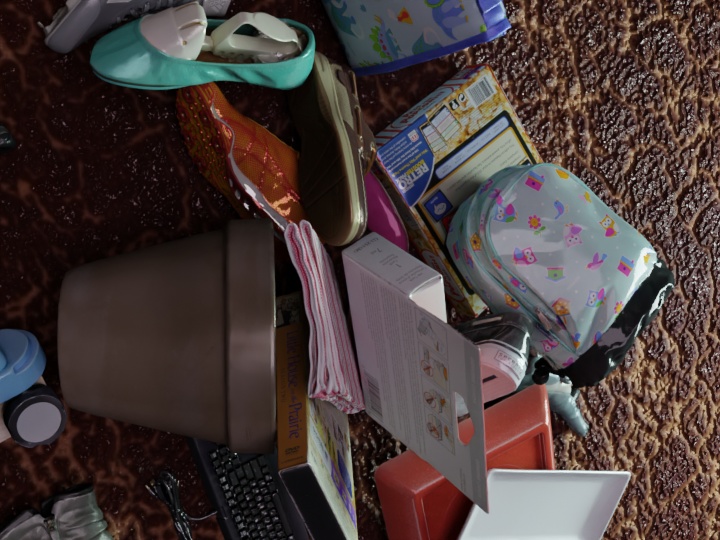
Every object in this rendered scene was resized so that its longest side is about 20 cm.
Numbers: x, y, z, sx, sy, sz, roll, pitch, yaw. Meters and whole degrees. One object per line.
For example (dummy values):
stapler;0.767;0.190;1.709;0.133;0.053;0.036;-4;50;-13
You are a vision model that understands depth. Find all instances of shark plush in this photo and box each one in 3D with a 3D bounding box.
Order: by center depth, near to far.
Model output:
shark plush;0.170;0.115;1.123;0.083;0.091;0.200;-47;134;10

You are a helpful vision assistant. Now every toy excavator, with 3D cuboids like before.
toy excavator;-0.355;0.072;0.833;0.194;0.100;0.200;-29;121;-19

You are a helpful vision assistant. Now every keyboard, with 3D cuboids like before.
keyboard;-0.125;0.225;1.018;0.127;0.021;0.200;-24;104;-18

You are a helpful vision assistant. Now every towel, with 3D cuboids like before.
towel;-0.031;0.047;0.929;0.030;0.200;0.147;-12;78;3

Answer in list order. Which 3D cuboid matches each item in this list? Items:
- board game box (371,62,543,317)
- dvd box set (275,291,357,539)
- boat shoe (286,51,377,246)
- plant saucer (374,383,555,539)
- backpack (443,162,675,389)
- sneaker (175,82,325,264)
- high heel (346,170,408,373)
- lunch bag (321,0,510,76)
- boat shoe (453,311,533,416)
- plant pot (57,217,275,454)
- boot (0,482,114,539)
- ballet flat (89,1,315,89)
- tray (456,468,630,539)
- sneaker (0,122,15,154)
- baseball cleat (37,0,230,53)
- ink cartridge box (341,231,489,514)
board game box;0.110;-0.078;1.062;0.151;0.046;0.200;-38;109;-14
dvd box set;-0.039;0.136;0.930;0.029;0.200;0.147;-14;131;7
boat shoe;-0.014;-0.110;0.957;0.072;0.072;0.200;8;52;-33
plant saucer;0.121;0.235;1.076;0.199;0.037;0.200;-24;126;-18
backpack;0.180;-0.009;0.991;0.200;0.127;0.167;42;69;-4
sneaker;-0.096;-0.098;0.972;0.077;0.073;0.200;-49;119;-28
high heel;0.000;0.000;1.017;0.096;0.067;0.200;-24;103;-15
lunch bag;0.041;-0.271;0.926;0.127;0.200;0.170;-32;107;-15
boat shoe;0.101;0.086;1.005;0.072;0.200;0.071;41;63;-15
plant pot;-0.159;0.057;0.905;0.173;0.200;0.201;-2;98;-6
boot;-0.296;0.284;0.937;0.200;0.068;0.131;-36;104;-23
ballet flat;-0.125;-0.192;0.894;0.200;0.070;0.067;-4;55;-32
tray;0.179;0.241;1.078;0.200;0.022;0.108;9;111;-35
sneaker;-0.345;-0.042;0.859;0.083;0.071;0.200;29;82;-5
baseball cleat;-0.172;-0.237;0.912;0.200;0.070;0.106;-48;111;-10
ink cartridge box;0.061;0.087;0.924;0.044;0.173;0.200;-31;134;-27
